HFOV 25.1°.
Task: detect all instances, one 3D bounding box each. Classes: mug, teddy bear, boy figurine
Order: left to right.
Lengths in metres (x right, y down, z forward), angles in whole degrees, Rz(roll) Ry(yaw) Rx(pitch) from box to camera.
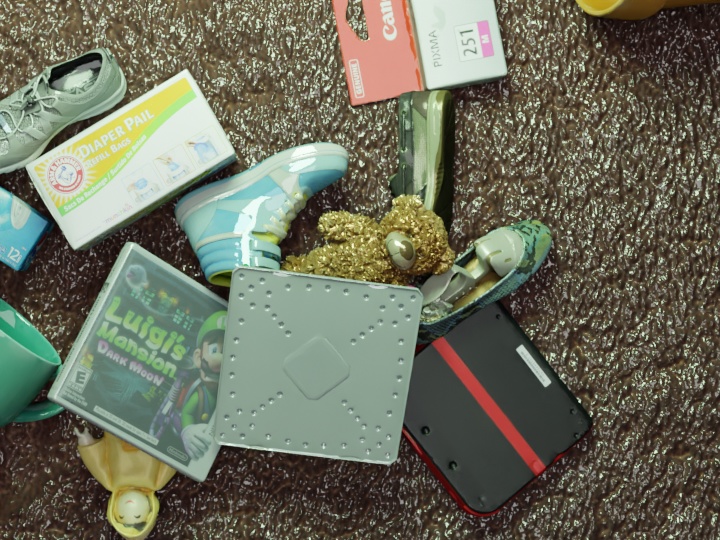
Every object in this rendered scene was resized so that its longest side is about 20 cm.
[{"bbox_3d":[-0.393,0.103,1.679,0.185,0.152,0.115,41,90,-4],"label":"mug"},{"bbox_3d":[-0.248,0.192,1.736,0.123,0.064,0.203,5,87,-7],"label":"boy figurine"},{"bbox_3d":[0.000,0.000,1.718,0.198,0.067,0.147,-9,83,26],"label":"teddy bear"}]

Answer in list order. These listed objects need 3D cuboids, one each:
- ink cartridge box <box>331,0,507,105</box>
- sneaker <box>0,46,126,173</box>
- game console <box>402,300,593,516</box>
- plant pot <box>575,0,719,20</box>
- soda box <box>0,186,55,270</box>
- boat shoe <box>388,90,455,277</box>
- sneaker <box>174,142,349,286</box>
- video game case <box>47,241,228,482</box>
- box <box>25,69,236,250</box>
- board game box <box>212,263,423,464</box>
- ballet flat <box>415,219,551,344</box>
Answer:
[{"bbox_3d":[0.057,-0.294,1.767,0.171,0.044,0.203,-11,91,-6],"label":"ink cartridge box"},{"bbox_3d":[-0.340,-0.178,1.699,0.199,0.082,0.075,-37,73,-17],"label":"sneaker"},{"bbox_3d":[0.135,0.151,1.784,0.176,0.031,0.201,-39,94,-8],"label":"game console"},{"bbox_3d":[0.343,-0.363,1.726,0.181,0.200,0.203,3,90,-20],"label":"plant pot"},{"bbox_3d":[-0.427,-0.079,1.718,0.199,0.068,0.065,33,88,-4],"label":"soda box"},{"bbox_3d":[0.064,-0.097,1.759,0.065,0.072,0.204,9,103,21],"label":"boat shoe"},{"bbox_3d":[-0.089,-0.047,1.721,0.198,0.080,0.132,-23,67,5],"label":"sneaker"},{"bbox_3d":[-0.205,0.098,1.702,0.199,0.023,0.183,33,74,-28],"label":"video game case"},{"bbox_3d":[-0.240,-0.114,1.710,0.199,0.112,0.102,-31,92,-2],"label":"box"},{"bbox_3d":[-0.046,0.098,1.690,0.197,0.026,0.202,7,110,-4],"label":"board game box"},{"bbox_3d":[0.124,0.005,1.752,0.199,0.074,0.074,-40,93,-6],"label":"ballet flat"}]
